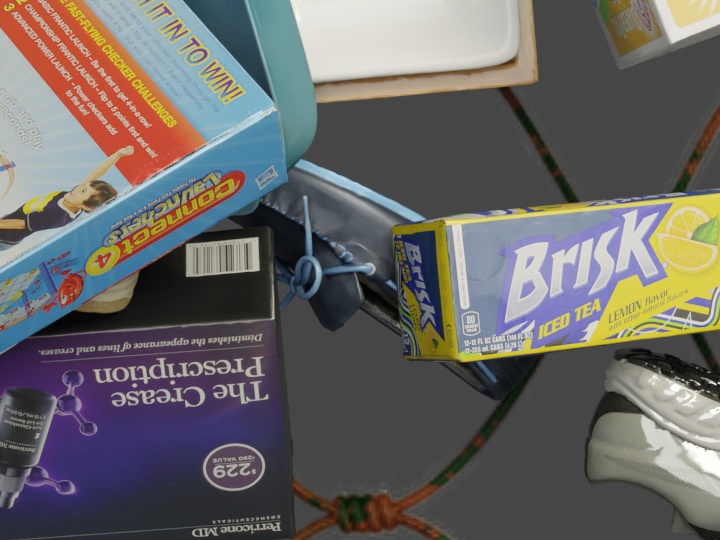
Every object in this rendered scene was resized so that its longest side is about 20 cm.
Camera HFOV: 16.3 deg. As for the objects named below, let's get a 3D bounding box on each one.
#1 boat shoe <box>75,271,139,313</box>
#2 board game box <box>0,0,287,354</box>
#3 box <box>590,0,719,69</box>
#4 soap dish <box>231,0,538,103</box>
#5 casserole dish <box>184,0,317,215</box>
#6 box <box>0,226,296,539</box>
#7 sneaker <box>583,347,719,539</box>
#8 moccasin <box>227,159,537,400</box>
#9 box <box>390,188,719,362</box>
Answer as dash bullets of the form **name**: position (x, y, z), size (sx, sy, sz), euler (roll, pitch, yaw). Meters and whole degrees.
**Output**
- **boat shoe**: position (-0.134, -0.070, 1.191), size (0.074, 0.200, 0.069), euler (6, 132, -28)
- **board game box**: position (-0.168, -0.069, 1.109), size (0.196, 0.056, 0.200), euler (-31, 58, -16)
- **box**: position (0.159, -0.167, 1.184), size (0.101, 0.200, 0.113), euler (-22, 91, 0)
- **soap dish**: position (0.000, -0.184, 1.242), size (0.157, 0.081, 0.200), euler (-5, 91, 0)
- **casserole dish**: position (-0.075, -0.125, 1.174), size (0.039, 0.121, 0.200), euler (-25, 105, -35)
- **box**: position (-0.135, 0.063, 1.215), size (0.200, 0.079, 0.141), euler (-5, 129, 0)
- **sneaker**: position (0.205, 0.111, 1.259), size (0.200, 0.074, 0.079), euler (25, 100, 5)
- **moccasin**: position (0.000, 0.000, 1.243), size (0.200, 0.080, 0.068), euler (25, 79, 0)
- **box**: position (0.119, 0.001, 1.219), size (0.200, 0.064, 0.070), euler (-6, 91, -23)
